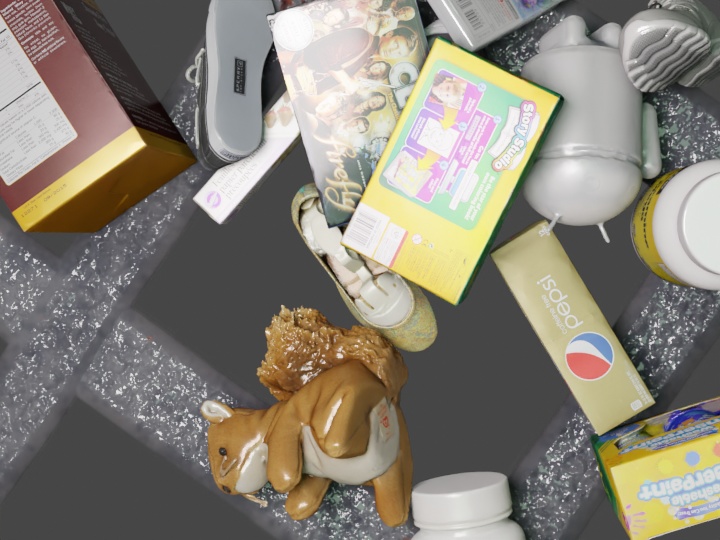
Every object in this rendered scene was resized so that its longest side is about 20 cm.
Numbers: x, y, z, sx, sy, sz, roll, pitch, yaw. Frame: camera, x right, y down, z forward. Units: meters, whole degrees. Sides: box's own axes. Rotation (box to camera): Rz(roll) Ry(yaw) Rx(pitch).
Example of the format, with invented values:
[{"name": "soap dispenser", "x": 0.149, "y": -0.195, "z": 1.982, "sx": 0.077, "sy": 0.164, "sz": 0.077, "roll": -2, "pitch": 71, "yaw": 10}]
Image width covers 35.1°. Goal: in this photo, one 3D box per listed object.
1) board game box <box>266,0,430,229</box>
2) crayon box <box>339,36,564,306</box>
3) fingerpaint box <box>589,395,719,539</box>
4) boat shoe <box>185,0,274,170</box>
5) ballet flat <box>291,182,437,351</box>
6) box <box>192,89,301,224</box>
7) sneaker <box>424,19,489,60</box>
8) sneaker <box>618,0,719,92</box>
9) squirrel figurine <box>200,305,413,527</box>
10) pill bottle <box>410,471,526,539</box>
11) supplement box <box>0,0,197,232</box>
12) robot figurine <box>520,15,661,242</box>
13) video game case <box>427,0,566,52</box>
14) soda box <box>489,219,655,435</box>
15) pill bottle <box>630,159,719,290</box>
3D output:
[{"name": "board game box", "x": 0.007, "y": -0.154, "z": 1.039, "sx": 0.134, "sy": 0.035, "sz": 0.201, "roll": -16, "pitch": 99, "yaw": 4}, {"name": "crayon box", "x": 0.080, "y": -0.085, "z": 0.989, "sx": 0.118, "sy": 0.058, "sz": 0.201, "roll": 28, "pitch": 100, "yaw": 10}, {"name": "fingerpaint box", "x": 0.319, "y": 0.165, "z": 1.028, "sx": 0.199, "sy": 0.167, "sz": 0.074, "roll": -18, "pitch": 90, "yaw": 6}, {"name": "boat shoe", "x": -0.128, "y": -0.193, "z": 1.106, "sx": 0.073, "sy": 0.068, "sz": 0.201, "roll": 10, "pitch": 70, "yaw": -35}, {"name": "ballet flat", "x": 0.000, "y": 0.000, "z": 1.103, "sx": 0.071, "sy": 0.071, "sz": 0.200, "roll": -37, "pitch": 88, "yaw": 5}, {"name": "box", "x": -0.084, "y": -0.132, "z": 1.120, "sx": 0.039, "sy": 0.041, "sz": 0.200, "roll": 42, "pitch": 94, "yaw": 3}, {"name": "sneaker", "x": 0.052, "y": -0.148, "z": 1.090, "sx": 0.200, "sy": 0.075, "sz": 0.114, "roll": -38, "pitch": 88, "yaw": 5}, {"name": "sneaker", "x": 0.275, "y": -0.212, "z": 1.025, "sx": 0.075, "sy": 0.199, "sz": 0.082, "roll": -37, "pitch": 74, "yaw": 30}, {"name": "squirrel figurine", "x": -0.055, "y": 0.138, "z": 1.088, "sx": 0.185, "sy": 0.142, "sz": 0.201, "roll": -9, "pitch": 53, "yaw": 28}, {"name": "pill bottle", "x": 0.106, "y": 0.300, "z": 1.076, "sx": 0.113, "sy": 0.114, "sz": 0.202, "roll": -8, "pitch": 91, "yaw": 5}, {"name": "supplement box", "x": -0.279, "y": -0.155, "z": 1.058, "sx": 0.132, "sy": 0.197, "sz": 0.201, "roll": -33, "pitch": 89, "yaw": 5}, {"name": "robot figurine", "x": 0.203, "y": -0.128, "z": 1.048, "sx": 0.168, "sy": 0.113, "sz": 0.202, "roll": 6, "pitch": 79, "yaw": -14}, {"name": "video game case", "x": 0.108, "y": -0.319, "z": 1.059, "sx": 0.182, "sy": 0.024, "sz": 0.201, "roll": -33, "pitch": 89, "yaw": -30}, {"name": "soda box", "x": 0.199, "y": 0.052, "z": 1.085, "sx": 0.064, "sy": 0.068, "sz": 0.201, "roll": -32, "pitch": 88, "yaw": 6}, {"name": "pill bottle", "x": 0.308, "y": -0.040, "z": 1.007, "sx": 0.111, "sy": 0.200, "sz": 0.113, "roll": 0, "pitch": 91, "yaw": 5}]
